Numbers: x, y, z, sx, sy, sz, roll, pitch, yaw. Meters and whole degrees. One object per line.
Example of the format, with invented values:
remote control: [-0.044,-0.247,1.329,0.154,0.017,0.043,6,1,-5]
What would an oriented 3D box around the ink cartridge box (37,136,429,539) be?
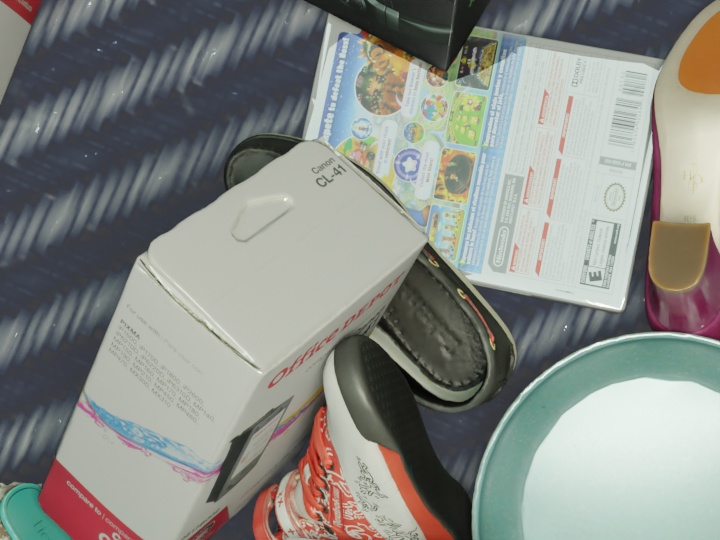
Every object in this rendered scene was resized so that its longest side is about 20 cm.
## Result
ink cartridge box: [-0.068,0.051,0.881,0.086,0.147,0.201,41,135,10]

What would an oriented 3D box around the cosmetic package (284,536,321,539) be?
cosmetic package: [-0.004,0.262,0.807,0.122,0.199,0.202,3,110,17]

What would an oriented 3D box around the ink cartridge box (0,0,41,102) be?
ink cartridge box: [-0.286,-0.126,1.011,0.146,0.083,0.202,21,87,9]

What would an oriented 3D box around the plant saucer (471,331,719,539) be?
plant saucer: [0.159,0.132,0.929,0.198,0.036,0.202,0,93,5]

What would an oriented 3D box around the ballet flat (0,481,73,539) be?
ballet flat: [-0.144,0.203,0.922,0.072,0.072,0.201,-36,78,3]

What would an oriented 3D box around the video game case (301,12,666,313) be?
video game case: [0.065,-0.065,0.986,0.198,0.018,0.145,11,86,9]

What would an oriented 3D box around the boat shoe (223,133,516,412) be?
boat shoe: [0.002,-0.002,0.950,0.201,0.063,0.074,43,104,6]

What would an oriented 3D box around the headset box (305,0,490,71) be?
headset box: [-0.001,-0.218,0.925,0.199,0.174,0.093,28,69,11]

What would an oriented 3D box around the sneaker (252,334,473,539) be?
sneaker: [-0.013,0.113,0.895,0.107,0.202,0.068,-14,52,12]

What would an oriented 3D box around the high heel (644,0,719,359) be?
high heel: [0.196,-0.051,0.960,0.067,0.096,0.202,2,62,19]
